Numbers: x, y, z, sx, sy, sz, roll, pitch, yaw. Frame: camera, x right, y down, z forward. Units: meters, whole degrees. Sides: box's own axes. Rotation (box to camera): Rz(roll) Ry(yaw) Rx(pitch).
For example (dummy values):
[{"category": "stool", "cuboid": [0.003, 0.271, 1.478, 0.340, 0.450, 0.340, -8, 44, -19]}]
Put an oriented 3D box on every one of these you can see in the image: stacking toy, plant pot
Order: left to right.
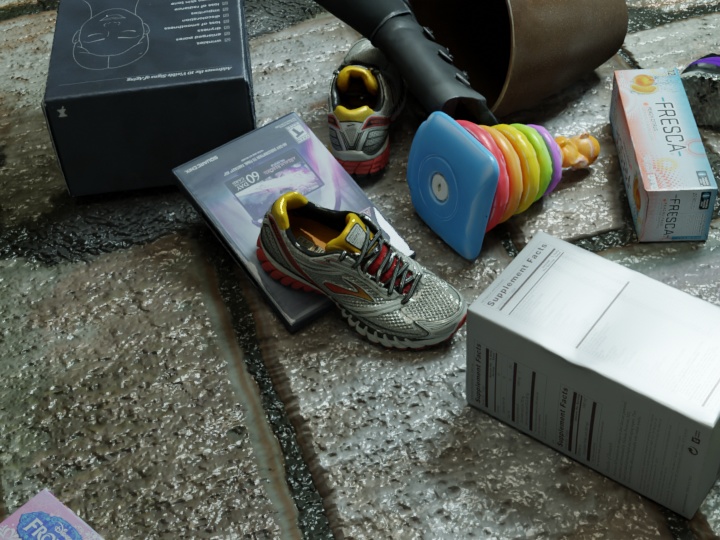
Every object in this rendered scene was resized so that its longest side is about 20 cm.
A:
[{"category": "stacking toy", "cuboid": [0.153, -0.101, 1.058, 0.199, 0.117, 0.110, -17, 45, -29]}, {"category": "plant pot", "cuboid": [0.181, -0.259, 1.177, 0.199, 0.188, 0.187, -12, 41, -30]}]

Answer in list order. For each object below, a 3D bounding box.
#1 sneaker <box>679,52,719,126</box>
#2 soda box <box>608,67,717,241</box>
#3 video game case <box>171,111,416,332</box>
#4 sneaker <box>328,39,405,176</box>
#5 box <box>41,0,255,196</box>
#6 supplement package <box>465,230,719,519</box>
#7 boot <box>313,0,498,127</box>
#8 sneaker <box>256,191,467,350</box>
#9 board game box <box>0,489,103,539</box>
[{"category": "sneaker", "cuboid": [0.426, -0.183, 1.130, 0.199, 0.070, 0.100, 23, 47, 26]}, {"category": "soda box", "cuboid": [0.290, -0.117, 1.076, 0.068, 0.064, 0.201, -1, 44, 4]}, {"category": "video game case", "cuboid": [-0.064, -0.051, 1.030, 0.142, 0.019, 0.200, -29, 65, -24]}, {"category": "sneaker", "cuboid": [0.007, -0.187, 1.153, 0.077, 0.083, 0.201, 0, 42, 4]}, {"category": "box", "cuboid": [-0.212, -0.194, 1.151, 0.198, 0.125, 0.197, -7, 41, -3]}, {"category": "supplement package", "cuboid": [0.191, 0.074, 0.844, 0.199, 0.110, 0.114, 26, 51, 29]}, {"category": "boot", "cuboid": [0.038, -0.216, 1.086, 0.164, 0.066, 0.201, 14, 40, -48]}, {"category": "sneaker", "cuboid": [0.000, 0.000, 0.947, 0.199, 0.082, 0.078, 25, 57, 7]}, {"category": "board game box", "cuboid": [-0.221, 0.266, 0.716, 0.199, 0.041, 0.199, 29, 52, 31]}]
